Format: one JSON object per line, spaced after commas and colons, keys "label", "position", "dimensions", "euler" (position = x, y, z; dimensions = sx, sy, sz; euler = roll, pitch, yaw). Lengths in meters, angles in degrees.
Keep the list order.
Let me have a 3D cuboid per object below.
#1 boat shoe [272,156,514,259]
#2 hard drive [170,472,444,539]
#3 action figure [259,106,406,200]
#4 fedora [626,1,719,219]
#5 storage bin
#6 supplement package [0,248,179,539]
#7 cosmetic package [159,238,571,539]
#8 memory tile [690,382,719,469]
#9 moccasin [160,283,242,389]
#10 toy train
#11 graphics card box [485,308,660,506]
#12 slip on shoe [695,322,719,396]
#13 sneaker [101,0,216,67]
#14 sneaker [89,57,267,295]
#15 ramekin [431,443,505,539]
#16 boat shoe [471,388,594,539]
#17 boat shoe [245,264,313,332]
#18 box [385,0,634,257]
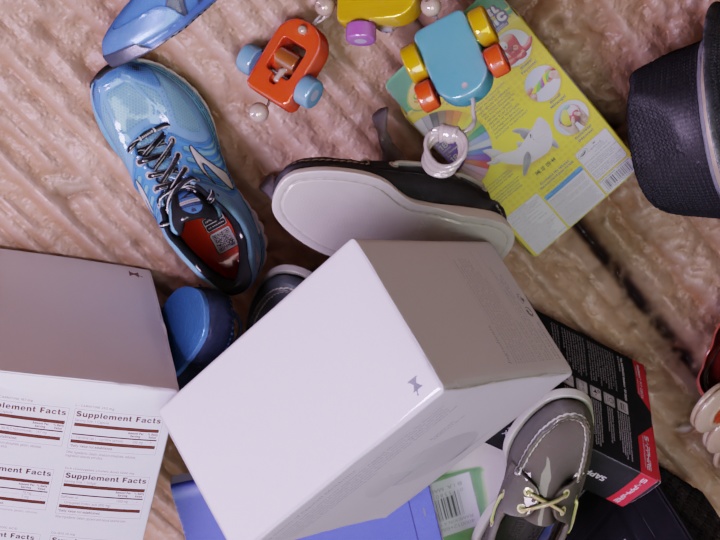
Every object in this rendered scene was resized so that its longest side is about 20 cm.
{"label": "boat shoe", "position": [0.021, -0.050, 1.193], "dimensions": [0.198, 0.061, 0.074], "euler": [8, 130, -28]}
{"label": "hard drive", "position": [-0.038, 0.203, 1.307], "dimensions": [0.197, 0.025, 0.133], "euler": [-12, 113, 4]}
{"label": "action figure", "position": [0.000, 0.000, 1.279], "dimensions": [0.199, 0.105, 0.194], "euler": [-34, 110, 4]}
{"label": "fedora", "position": [0.259, -0.104, 1.274], "dimensions": [0.091, 0.201, 0.202], "euler": [-7, 123, 24]}
{"label": "storage bin", "position": [0.252, 0.267, 1.417], "dimensions": [0.093, 0.200, 0.136], "euler": [31, 106, -25]}
{"label": "supplement package", "position": [-0.235, 0.120, 1.227], "dimensions": [0.145, 0.192, 0.202], "euler": [8, 114, -18]}
{"label": "cosmetic package", "position": [0.005, 0.083, 1.144], "dimensions": [0.199, 0.124, 0.199], "euler": [-40, 162, 24]}
{"label": "memory tile", "position": [0.358, 0.112, 1.414], "dimensions": [0.153, 0.017, 0.200], "euler": [-42, 145, -2]}
{"label": "moccasin", "position": [-0.124, 0.062, 1.260], "dimensions": [0.067, 0.081, 0.200], "euler": [9, 159, -19]}
{"label": "toy train", "position": [0.015, -0.145, 1.199], "dimensions": [0.151, 0.199, 0.056], "euler": [-63, 157, -1]}
{"label": "graphics card box", "position": [0.152, 0.099, 1.348], "dimensions": [0.199, 0.126, 0.051], "euler": [27, 132, -26]}
{"label": "slip on shoe", "position": [0.346, 0.034, 1.390], "dimensions": [0.061, 0.074, 0.201], "euler": [-14, 136, -60]}
{"label": "sneaker", "position": [-0.116, -0.227, 1.158], "dimensions": [0.199, 0.066, 0.079], "euler": [-39, 107, 7]}
{"label": "sneaker", "position": [-0.127, -0.067, 1.210], "dimensions": [0.078, 0.090, 0.201], "euler": [-32, 108, 4]}
{"label": "ramekin", "position": [0.053, 0.181, 1.383], "dimensions": [0.197, 0.098, 0.202], "euler": [-6, 118, -11]}
{"label": "boat shoe", "position": [0.139, 0.180, 1.290], "dimensions": [0.071, 0.061, 0.203], "euler": [9, 127, -12]}
{"label": "boat shoe", "position": [-0.067, 0.082, 1.290], "dimensions": [0.072, 0.062, 0.201], "euler": [19, 133, 1]}
{"label": "box", "position": [0.115, -0.117, 1.277], "dimensions": [0.117, 0.048, 0.200], "euler": [-40, 121, 8]}
